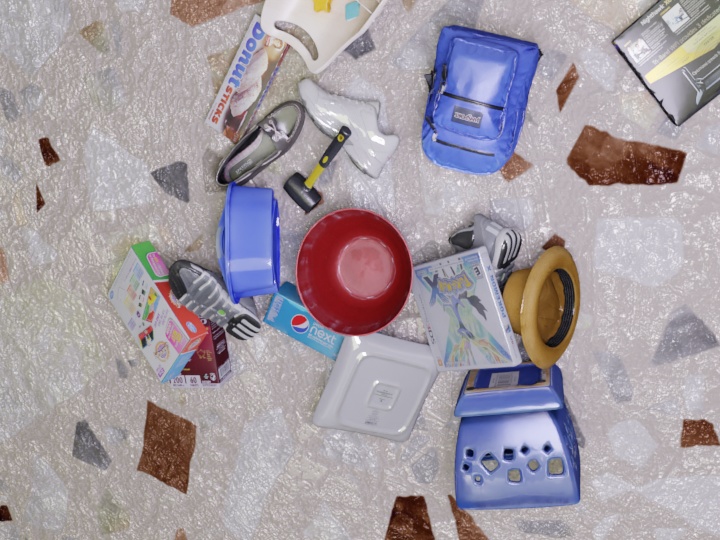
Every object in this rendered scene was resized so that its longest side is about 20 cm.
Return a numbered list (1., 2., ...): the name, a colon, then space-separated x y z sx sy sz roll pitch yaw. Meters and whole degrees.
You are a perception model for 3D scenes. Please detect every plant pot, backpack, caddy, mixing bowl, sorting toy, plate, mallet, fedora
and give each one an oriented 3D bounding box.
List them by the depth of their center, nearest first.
1. backpack: 0.165 -0.246 1.124 0.159 0.168 0.205 18 113 15
2. sorting toy: -0.068 -0.414 1.169 0.199 0.107 0.181 39 115 1
3. fedora: 0.275 0.053 1.184 0.080 0.199 0.206 10 110 39
4. mallet: -0.072 -0.175 1.225 0.066 0.041 0.201 40 140 5
5. plant pot: 0.250 0.257 1.230 0.195 0.200 0.185 -7 99 16
6. mixing bowl: 0.000 0.000 1.253 0.195 0.108 0.206 1 94 14
7. caddy: -0.191 -0.047 1.261 0.102 0.142 0.206 -1 80 -1
8. plate: 0.036 0.209 1.306 0.195 0.032 0.204 15 111 -22

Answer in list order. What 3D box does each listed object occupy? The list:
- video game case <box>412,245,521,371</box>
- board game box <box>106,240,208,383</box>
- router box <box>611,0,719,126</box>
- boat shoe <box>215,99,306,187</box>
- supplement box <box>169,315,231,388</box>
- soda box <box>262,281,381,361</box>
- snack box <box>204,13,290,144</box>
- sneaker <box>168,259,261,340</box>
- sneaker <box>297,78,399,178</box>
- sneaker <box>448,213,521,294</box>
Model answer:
1. video game case: 0.159 0.068 1.210 0.199 0.022 0.187 -17 92 58
2. board game box: -0.364 0.075 1.339 0.202 0.040 0.153 54 131 13
3. router box: 0.486 -0.334 1.076 0.199 0.052 0.158 -39 93 20
4. boat shoe: -0.168 -0.207 1.272 0.199 0.057 0.067 -40 94 20
5. supplement box: -0.309 0.113 1.396 0.106 0.061 0.206 -3 104 16
6. soda box: -0.067 0.099 1.328 0.197 0.068 0.065 28 110 5
7. snack box: -0.188 -0.317 1.263 0.071 0.024 0.202 32 110 3
8. sneaker: -0.255 0.029 1.324 0.074 0.117 0.200 -33 123 17
9. sneaker: -0.016 -0.248 1.224 0.200 0.078 0.099 45 91 1
10. sneaker: 0.187 -0.005 1.238 0.115 0.074 0.204 38 131 31
